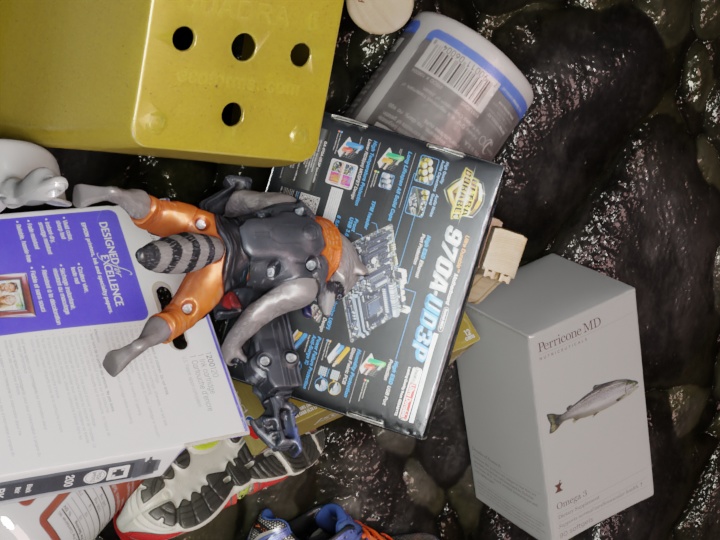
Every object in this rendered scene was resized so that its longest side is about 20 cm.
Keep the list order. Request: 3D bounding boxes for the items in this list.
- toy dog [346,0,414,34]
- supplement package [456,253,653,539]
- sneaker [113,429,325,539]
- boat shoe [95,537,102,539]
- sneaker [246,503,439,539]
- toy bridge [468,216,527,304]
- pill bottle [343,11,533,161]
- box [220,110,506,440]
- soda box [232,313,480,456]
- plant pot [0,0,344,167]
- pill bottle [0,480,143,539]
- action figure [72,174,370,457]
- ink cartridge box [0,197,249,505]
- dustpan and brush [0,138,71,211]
[{"bbox_3d":[-0.008,-0.270,1.154,0.095,0.132,0.202,1,100,-1],"label":"toy dog"},{"bbox_3d":[0.162,0.107,1.377,0.116,0.117,0.202,-22,116,-25],"label":"supplement package"},{"bbox_3d":[-0.112,0.150,1.245,0.199,0.085,0.077,-23,79,-45],"label":"sneaker"},{"bbox_3d":[-0.149,0.248,1.189,0.060,0.200,0.076,-40,162,-34],"label":"boat shoe"},{"bbox_3d":[-0.010,0.231,1.335,0.198,0.075,0.079,2,102,-35],"label":"sneaker"},{"bbox_3d":[0.085,-0.011,1.246,0.027,0.200,0.068,17,96,-10],"label":"toy bridge"},{"bbox_3d":[0.032,-0.083,1.229,0.114,0.114,0.201,40,83,-36],"label":"pill bottle"},{"bbox_3d":[0.000,0.000,1.144,0.157,0.046,0.202,16,90,8],"label":"box"},{"bbox_3d":[-0.008,0.069,1.253,0.199,0.064,0.068,-22,76,-36],"label":"soda box"},{"bbox_3d":[-0.116,-0.160,1.067,0.198,0.176,0.202,3,105,-34],"label":"plant pot"},{"bbox_3d":[-0.224,0.148,1.105,0.200,0.111,0.113,-50,128,-35],"label":"pill bottle"},{"bbox_3d":[-0.075,0.017,1.048,0.192,0.104,0.202,-8,71,-36],"label":"action figure"},{"bbox_3d":[-0.196,0.049,1.079,0.198,0.200,0.044,-7,148,-25],"label":"ink cartridge box"},{"bbox_3d":[-0.227,-0.052,1.013,0.138,0.199,0.058,0,77,-33],"label":"dustpan and brush"}]
